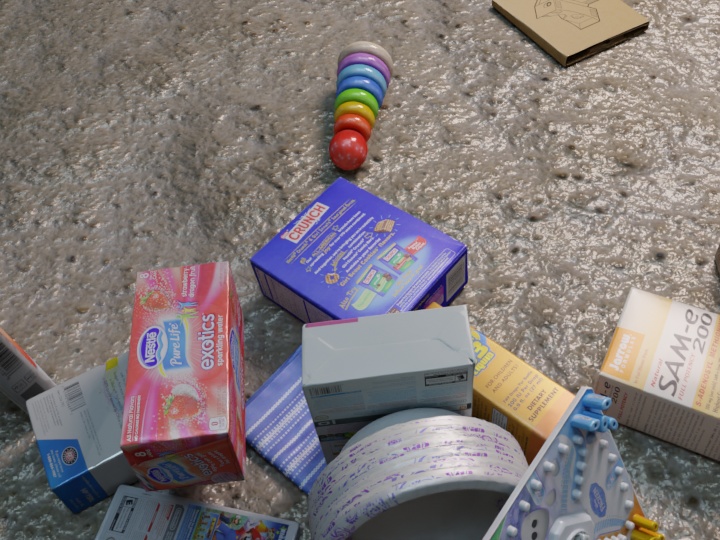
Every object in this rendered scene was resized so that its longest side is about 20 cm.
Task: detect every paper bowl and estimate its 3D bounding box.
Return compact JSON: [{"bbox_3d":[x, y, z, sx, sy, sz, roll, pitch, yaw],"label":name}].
[{"bbox_3d":[0.052,0.200,0.700,0.197,0.203,0.105,-12,42,-3],"label":"paper bowl"}]

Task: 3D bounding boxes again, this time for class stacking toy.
[{"bbox_3d":[-0.003,-0.226,1.142,0.084,0.086,0.202,3,58,9],"label":"stacking toy"}]

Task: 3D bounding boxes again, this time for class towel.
[{"bbox_3d":[-0.027,0.167,0.854,0.199,0.024,0.145,32,62,28],"label":"towel"}]

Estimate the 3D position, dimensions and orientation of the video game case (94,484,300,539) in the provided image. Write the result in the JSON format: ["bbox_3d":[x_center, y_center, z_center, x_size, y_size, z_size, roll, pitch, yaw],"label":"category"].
[{"bbox_3d":[-0.170,0.293,0.771,0.197,0.018,0.145,8,52,13],"label":"video game case"}]

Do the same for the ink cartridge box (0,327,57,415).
[{"bbox_3d":[-0.427,0.064,0.894,0.050,0.163,0.199,-41,58,-17],"label":"ink cartridge box"}]

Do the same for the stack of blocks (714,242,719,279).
[{"bbox_3d":[0.437,-0.035,0.847,0.058,0.201,0.116,1,51,8],"label":"stack of blocks"}]

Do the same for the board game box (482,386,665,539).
[{"bbox_3d":[0.178,0.236,0.664,0.026,0.201,0.200,8,46,47],"label":"board game box"}]

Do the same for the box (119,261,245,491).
[{"bbox_3d":[-0.170,0.100,0.792,0.101,0.095,0.202,-6,50,-1],"label":"box"}]

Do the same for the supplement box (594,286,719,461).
[{"bbox_3d":[0.351,0.112,0.820,0.198,0.074,0.127,19,54,21],"label":"supplement box"}]

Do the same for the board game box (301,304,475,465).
[{"bbox_3d":[0.030,0.119,0.747,0.145,0.201,0.065,-6,53,1],"label":"board game box"}]

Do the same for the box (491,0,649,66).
[{"bbox_3d":[0.330,-0.410,1.281,0.162,0.021,0.201,-25,53,-14],"label":"box"}]

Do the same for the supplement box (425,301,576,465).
[{"bbox_3d":[0.131,0.119,0.846,0.199,0.069,0.066,32,58,31],"label":"supplement box"}]

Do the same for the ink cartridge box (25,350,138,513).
[{"bbox_3d":[-0.239,0.152,0.861,0.198,0.068,0.117,-26,54,-14],"label":"ink cartridge box"}]

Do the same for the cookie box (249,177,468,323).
[{"bbox_3d":[0.000,0.000,0.952,0.199,0.076,0.171,31,61,27],"label":"cookie box"}]
